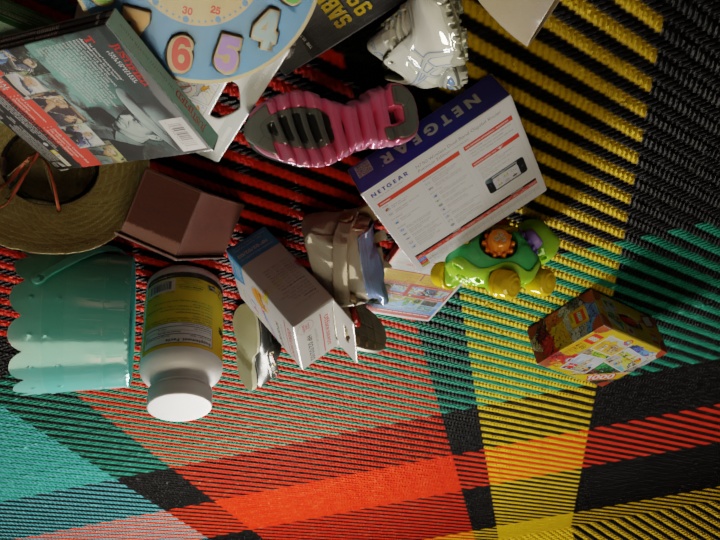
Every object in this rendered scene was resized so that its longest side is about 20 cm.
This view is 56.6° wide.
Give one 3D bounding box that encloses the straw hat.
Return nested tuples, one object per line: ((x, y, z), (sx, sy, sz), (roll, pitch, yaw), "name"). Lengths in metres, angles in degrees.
((-0.336, -0.113, 0.726), (0.200, 0.202, 0.085), (10, 180, -23), "straw hat")

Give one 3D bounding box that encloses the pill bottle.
((-0.250, 0.102, 0.940), (0.112, 0.201, 0.113), (-5, 144, -4), "pill bottle")

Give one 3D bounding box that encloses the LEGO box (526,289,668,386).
((0.428, 0.127, 1.211), (0.199, 0.077, 0.149), (20, 135, -33), "LEGO box")

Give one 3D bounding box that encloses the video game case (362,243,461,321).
((0.092, 0.011, 1.040), (0.142, 0.018, 0.200), (10, 140, -23), "video game case")

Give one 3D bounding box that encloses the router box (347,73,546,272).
((0.112, -0.110, 0.815), (0.200, 0.049, 0.180), (-32, 139, 7), "router box")

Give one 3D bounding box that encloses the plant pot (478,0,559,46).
((0.133, -0.299, 0.516), (0.134, 0.200, 0.201), (33, 137, 2), "plant pot")

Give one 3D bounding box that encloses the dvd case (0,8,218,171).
((-0.245, -0.148, 0.587), (0.199, 0.022, 0.146), (-1, 148, 27), "dvd case")

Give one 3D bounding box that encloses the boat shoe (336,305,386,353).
((-0.053, 0.080, 1.060), (0.199, 0.075, 0.073), (26, 152, -17), "boat shoe")

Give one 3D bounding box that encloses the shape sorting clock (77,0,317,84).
((-0.126, -0.244, 0.517), (0.199, 0.039, 0.201), (-6, 118, -12), "shape sorting clock")

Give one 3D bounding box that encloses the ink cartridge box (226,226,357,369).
((-0.092, 0.050, 0.900), (0.068, 0.200, 0.115), (-34, 149, -20), "ink cartridge box")

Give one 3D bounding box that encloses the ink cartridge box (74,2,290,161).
((-0.181, -0.200, 0.634), (0.173, 0.044, 0.200), (19, 148, -24), "ink cartridge box")

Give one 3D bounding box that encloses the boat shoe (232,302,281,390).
((-0.167, 0.117, 1.097), (0.063, 0.074, 0.202), (-25, 143, -27), "boat shoe")

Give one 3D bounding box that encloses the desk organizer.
((-0.200, -0.061, 0.781), (0.071, 0.077, 0.200), (23, -177, 2), "desk organizer")

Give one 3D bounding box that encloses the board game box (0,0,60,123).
((-0.315, -0.183, 0.613), (0.199, 0.029, 0.135), (19, 146, -22), "board game box")

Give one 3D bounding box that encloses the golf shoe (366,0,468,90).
((0.052, -0.217, 0.628), (0.097, 0.079, 0.200), (-5, 172, 7), "golf shoe")

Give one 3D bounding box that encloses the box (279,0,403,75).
((-0.064, -0.288, 0.583), (0.158, 0.048, 0.200), (-25, 140, 21), "box")

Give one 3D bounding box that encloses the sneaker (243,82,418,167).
((-0.037, -0.150, 0.715), (0.199, 0.079, 0.095), (-12, -171, -31), "sneaker")

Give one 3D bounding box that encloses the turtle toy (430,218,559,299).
((0.199, -0.022, 0.927), (0.199, 0.102, 0.145), (-3, -172, -38), "turtle toy")

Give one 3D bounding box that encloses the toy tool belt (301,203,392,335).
((0.000, 0.000, 0.913), (0.122, 0.125, 0.201), (-16, 124, 0), "toy tool belt")

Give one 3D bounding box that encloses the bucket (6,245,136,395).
((-0.367, 0.064, 0.874), (0.134, 0.208, 0.208), (2, 143, -17), "bucket")
